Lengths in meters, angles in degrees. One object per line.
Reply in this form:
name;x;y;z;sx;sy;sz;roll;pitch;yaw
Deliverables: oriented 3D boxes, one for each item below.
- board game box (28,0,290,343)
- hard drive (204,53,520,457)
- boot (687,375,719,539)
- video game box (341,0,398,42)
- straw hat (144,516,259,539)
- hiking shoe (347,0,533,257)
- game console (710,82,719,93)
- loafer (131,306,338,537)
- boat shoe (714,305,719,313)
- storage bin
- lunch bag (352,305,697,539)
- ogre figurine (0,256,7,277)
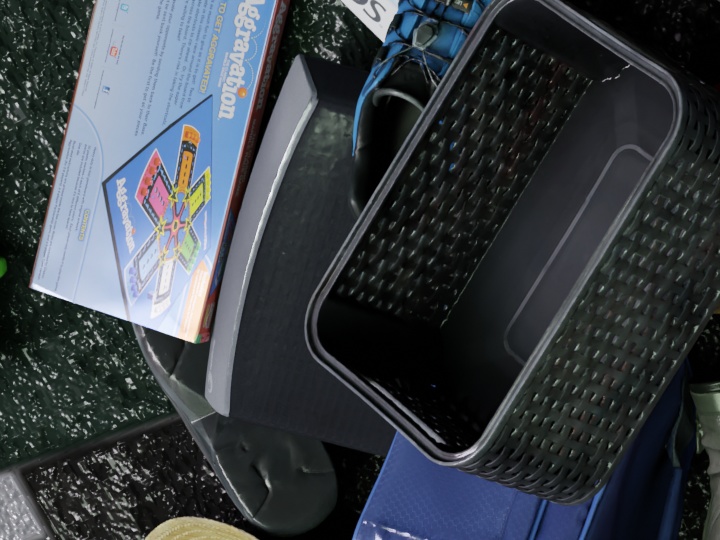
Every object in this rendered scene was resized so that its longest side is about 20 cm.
board game box;-0.104;-0.072;1.538;0.103;0.019;0.200;18;100;21
hard drive;0.000;0.000;1.506;0.135;0.042;0.200;15;113;-3
boot;0.197;0.123;1.463;0.068;0.200;0.131;-9;72;3
video game box;0.036;-0.213;1.420;0.182;0.047;0.200;43;126;1
straw hat;-0.034;0.197;1.631;0.201;0.085;0.201;26;133;32
hiking shoe;0.045;-0.104;1.383;0.074;0.087;0.200;18;113;15
game console;0.261;-0.014;1.342;0.172;0.119;0.200;-18;88;-8
loafer;-0.079;0.054;1.597;0.072;0.073;0.200;135;113;-78
boat shoe;0.201;-0.013;1.413;0.200;0.063;0.073;14;102;23
storage bin;0.084;-0.011;1.337;0.135;0.094;0.200;39;101;42
lunch bag;0.091;0.116;1.449;0.132;0.200;0.136;12;158;23
ogre figurine;-0.269;-0.005;1.659;0.120;0.098;0.200;18;107;40
